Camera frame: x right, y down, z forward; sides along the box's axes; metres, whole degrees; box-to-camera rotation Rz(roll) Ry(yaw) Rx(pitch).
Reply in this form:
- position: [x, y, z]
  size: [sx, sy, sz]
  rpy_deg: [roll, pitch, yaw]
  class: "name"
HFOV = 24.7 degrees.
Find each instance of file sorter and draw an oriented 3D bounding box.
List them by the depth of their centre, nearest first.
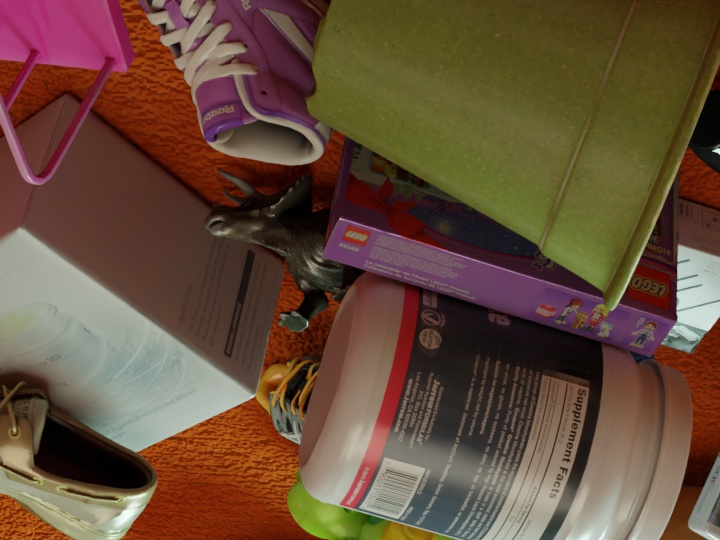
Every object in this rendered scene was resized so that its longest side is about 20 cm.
- position: [-0.244, -0.131, 0.845]
  size: [0.200, 0.125, 0.139]
  rpy_deg: [8, 139, 16]
  class: "file sorter"

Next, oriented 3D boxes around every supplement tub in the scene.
- position: [0.075, 0.089, 0.956]
  size: [0.200, 0.140, 0.140]
  rpy_deg: [17, 140, -7]
  class: "supplement tub"

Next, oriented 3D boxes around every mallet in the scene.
- position: [0.280, -0.102, 0.916]
  size: [0.200, 0.041, 0.066]
  rpy_deg: [-22, 150, 21]
  class: "mallet"

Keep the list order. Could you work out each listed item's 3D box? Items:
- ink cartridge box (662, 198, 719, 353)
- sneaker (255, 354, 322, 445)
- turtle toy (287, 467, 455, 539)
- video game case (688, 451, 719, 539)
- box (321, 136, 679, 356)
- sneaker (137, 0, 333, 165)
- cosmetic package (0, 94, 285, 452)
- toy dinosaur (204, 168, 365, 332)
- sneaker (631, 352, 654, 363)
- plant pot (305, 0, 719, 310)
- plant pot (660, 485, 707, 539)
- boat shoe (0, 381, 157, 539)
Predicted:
- position: [0.138, -0.016, 1.039]
  size: [0.200, 0.044, 0.094]
  rpy_deg: [17, 138, -8]
  class: "ink cartridge box"
- position: [-0.024, 0.093, 1.141]
  size: [0.077, 0.078, 0.200]
  rpy_deg: [32, 163, -8]
  class: "sneaker"
- position: [0.037, 0.208, 1.282]
  size: [0.200, 0.101, 0.146]
  rpy_deg: [19, 139, -10]
  class: "turtle toy"
- position: [0.325, 0.128, 1.082]
  size: [0.200, 0.182, 0.023]
  rpy_deg: [31, 169, -24]
  class: "video game case"
- position: [0.085, -0.040, 0.949]
  size: [0.200, 0.137, 0.039]
  rpy_deg: [17, 140, -8]
  class: "box"
- position: [-0.084, -0.134, 0.892]
  size: [0.200, 0.114, 0.073]
  rpy_deg: [35, 136, -25]
  class: "sneaker"
- position: [-0.195, 0.021, 1.093]
  size: [0.199, 0.123, 0.200]
  rpy_deg: [-27, 127, 36]
  class: "cosmetic package"
- position: [0.000, 0.000, 1.057]
  size: [0.200, 0.102, 0.077]
  rpy_deg: [24, 138, -26]
  class: "toy dinosaur"
- position: [0.099, 0.082, 1.095]
  size: [0.200, 0.070, 0.078]
  rpy_deg: [-7, 157, -28]
  class: "sneaker"
- position: [0.080, -0.107, 0.857]
  size: [0.190, 0.200, 0.200]
  rpy_deg: [22, 141, 6]
  class: "plant pot"
- position: [0.271, 0.241, 1.220]
  size: [0.183, 0.200, 0.200]
  rpy_deg: [11, 143, 24]
  class: "plant pot"
- position: [-0.220, 0.105, 1.056]
  size: [0.200, 0.074, 0.066]
  rpy_deg: [30, 124, -25]
  class: "boat shoe"
